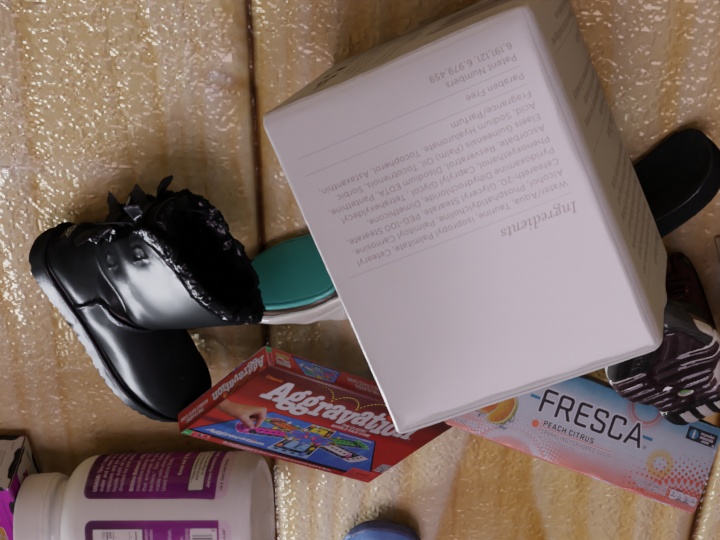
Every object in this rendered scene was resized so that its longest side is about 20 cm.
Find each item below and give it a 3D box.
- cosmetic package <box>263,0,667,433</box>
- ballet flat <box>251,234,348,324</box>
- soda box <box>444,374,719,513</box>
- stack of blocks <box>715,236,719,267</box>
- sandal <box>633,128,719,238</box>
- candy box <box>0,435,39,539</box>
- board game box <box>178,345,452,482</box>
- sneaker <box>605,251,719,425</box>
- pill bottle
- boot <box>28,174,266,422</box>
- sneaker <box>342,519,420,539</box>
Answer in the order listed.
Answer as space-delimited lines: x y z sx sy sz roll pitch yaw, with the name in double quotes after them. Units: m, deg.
0.071 -0.045 0.823 0.165 0.167 0.202 -20 101 19 "cosmetic package"
0.000 0.000 0.981 0.198 0.070 0.070 -24 124 21 "ballet flat"
0.159 0.110 1.024 0.198 0.064 0.069 21 91 -4 "soda box"
0.285 0.078 0.922 0.058 0.201 0.116 -11 127 14 "stack of blocks"
0.152 -0.027 0.933 0.048 0.076 0.200 29 119 -33 "sandal"
-0.369 0.205 1.186 0.197 0.061 0.137 0 132 6 "candy box"
-0.030 0.113 1.055 0.199 0.020 0.103 22 131 -41 "board game box"
0.197 0.027 0.932 0.075 0.117 0.200 -19 154 15 "sneaker"
-0.175 0.206 1.134 0.197 0.113 0.113 -2 130 8 "pill bottle"
-0.130 0.028 0.977 0.161 0.074 0.199 -10 125 42 "boot"
0.001 0.297 1.212 0.073 0.083 0.201 17 127 -7 "sneaker"
